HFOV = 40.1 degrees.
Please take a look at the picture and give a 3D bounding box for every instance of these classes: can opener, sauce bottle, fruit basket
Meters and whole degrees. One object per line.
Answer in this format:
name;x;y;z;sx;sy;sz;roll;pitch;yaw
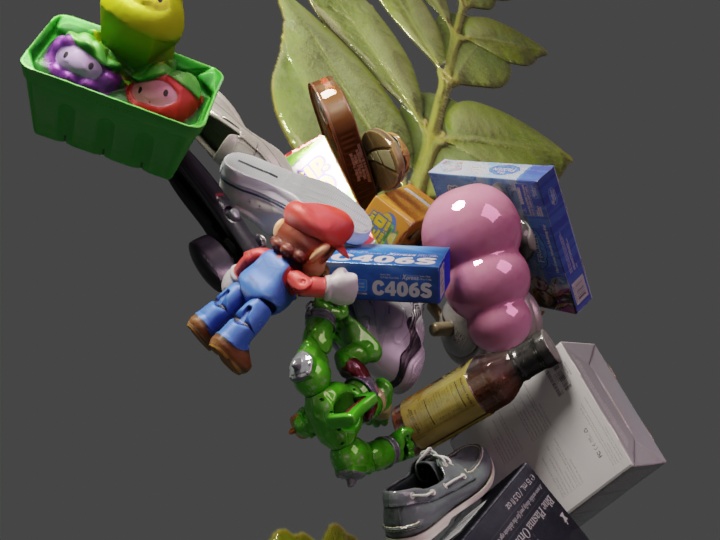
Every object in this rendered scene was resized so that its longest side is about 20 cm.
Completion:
can opener;-0.168;-0.066;1.116;0.078;0.063;0.202;-2;54;-49
sauce bottle;0.127;0.132;1.087;0.066;0.198;0.066;50;18;-24
fruit basket;-0.245;-0.231;1.057;0.214;0.216;0.157;32;33;-17

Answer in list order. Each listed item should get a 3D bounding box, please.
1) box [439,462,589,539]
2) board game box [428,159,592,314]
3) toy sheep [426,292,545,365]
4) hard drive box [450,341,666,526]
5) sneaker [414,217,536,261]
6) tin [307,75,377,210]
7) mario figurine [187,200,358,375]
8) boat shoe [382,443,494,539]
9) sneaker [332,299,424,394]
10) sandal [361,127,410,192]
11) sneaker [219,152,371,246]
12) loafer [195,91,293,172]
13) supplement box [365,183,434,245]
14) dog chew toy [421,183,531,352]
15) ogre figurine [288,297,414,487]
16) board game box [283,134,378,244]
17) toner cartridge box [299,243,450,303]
box;0.159;0.333;0.973;0.201;0.117;0.196;50;32;9
board game box;0.200;-0.049;1.332;0.043;0.197;0.203;-37;119;-29
toy sheep;0.162;0.068;1.285;0.197;0.139;0.139;-8;56;-35
hard drive box;0.215;0.203;1.110;0.076;0.200;0.158;7;47;-45
sneaker;0.144;-0.025;1.299;0.079;0.198;0.077;-28;105;-37
tin;-0.021;-0.162;1.310;0.112;0.041;0.203;54;-14;53
mario figurine;-0.076;0.019;1.016;0.123;0.200;0.106;43;-13;3
boat shoe;0.084;0.221;1.046;0.199;0.072;0.063;-27;103;-53
sneaker;0.017;0.045;1.186;0.114;0.075;0.202;30;37;-26
sandal;0.036;-0.145;1.292;0.200;0.053;0.082;160;-91;-84
sneaker;-0.079;-0.071;1.171;0.197;0.072;0.073;27;37;12
loafer;-0.154;-0.145;1.228;0.200;0.070;0.069;45;37;14
supplement box;0.052;-0.067;1.323;0.068;0.067;0.200;37;16;5
dog chew toy;0.147;0.003;1.182;0.123;0.123;0.204;-2;72;-50
ogre figurine;-0.015;0.129;1.022;0.120;0.096;0.204;-39;126;-55
board game box;-0.053;-0.083;1.243;0.202;0.094;0.030;65;4;33
toner cartridge box;0.000;0.000;1.122;0.195;0.044;0.095;3;14;12
